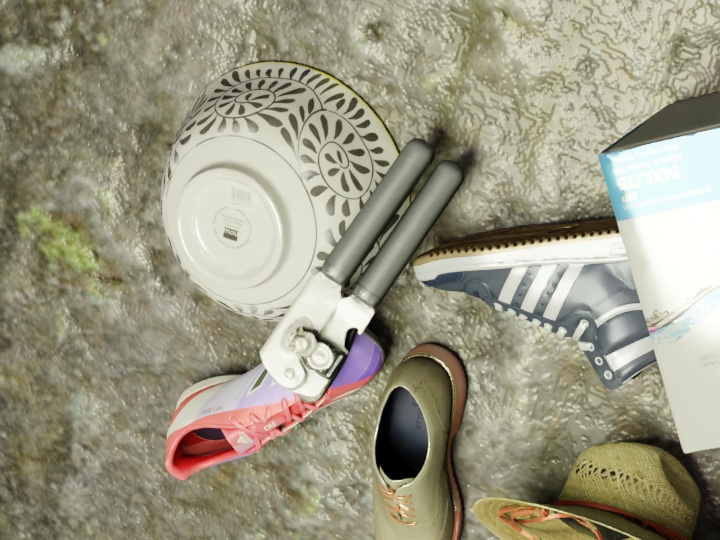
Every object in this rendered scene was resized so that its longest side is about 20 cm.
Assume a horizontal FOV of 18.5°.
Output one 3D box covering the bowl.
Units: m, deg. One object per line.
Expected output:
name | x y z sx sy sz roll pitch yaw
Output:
bowl | -0.072 -0.041 1.580 0.199 0.094 0.202 9 111 24

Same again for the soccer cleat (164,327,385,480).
soccer cleat | -0.064 0.099 1.625 0.199 0.073 0.068 -25 119 33

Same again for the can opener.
can opener | 0.000 0.000 1.536 0.052 0.066 0.201 34 97 6

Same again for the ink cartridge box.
ink cartridge box | 0.263 -0.010 1.386 0.145 0.147 0.201 -12 100 29

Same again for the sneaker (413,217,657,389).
sneaker | 0.134 0.025 1.510 0.199 0.070 0.109 -6 102 26

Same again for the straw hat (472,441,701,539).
straw hat | 0.184 0.163 1.516 0.200 0.201 0.086 16 70 22

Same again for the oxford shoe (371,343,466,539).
oxford shoe | 0.031 0.156 1.603 0.070 0.074 0.202 9 110 25
